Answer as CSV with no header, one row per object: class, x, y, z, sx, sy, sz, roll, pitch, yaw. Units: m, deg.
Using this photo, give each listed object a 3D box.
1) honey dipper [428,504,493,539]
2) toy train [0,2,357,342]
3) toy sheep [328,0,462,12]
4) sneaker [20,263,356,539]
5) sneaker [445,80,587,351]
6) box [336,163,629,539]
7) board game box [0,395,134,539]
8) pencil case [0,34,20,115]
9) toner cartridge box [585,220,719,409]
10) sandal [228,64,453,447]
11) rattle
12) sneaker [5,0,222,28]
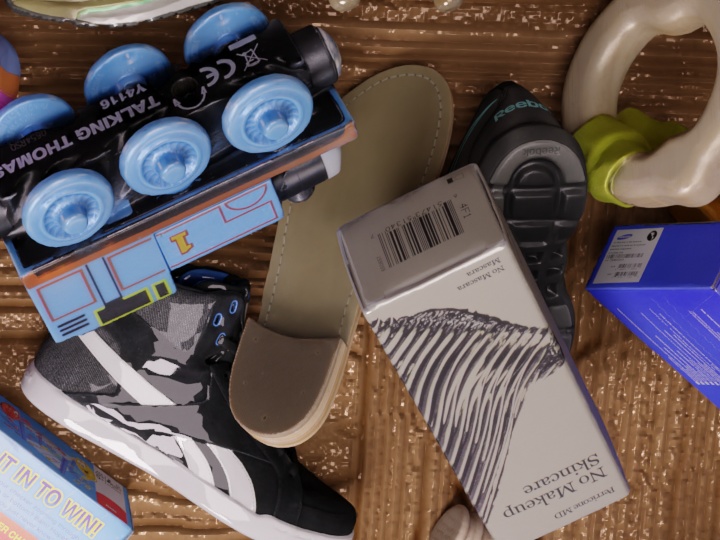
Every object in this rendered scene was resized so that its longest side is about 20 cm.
honey dipper,0.128,0.192,1.268,0.200,0.038,0.038,30,100,-18
toy train,-0.096,-0.051,1.108,0.199,0.087,0.114,-26,141,-5
toy sheep,0.022,-0.192,1.038,0.137,0.200,0.139,3,95,29
sneaker,-0.067,0.065,1.178,0.200,0.073,0.112,30,100,-16
sneaker,0.076,-0.007,1.183,0.075,0.079,0.201,0,127,-17
box,0.064,0.048,1.128,0.082,0.068,0.200,-26,131,6
board game box,-0.258,0.142,1.181,0.200,0.056,0.196,40,97,-18
pencil case,-0.227,-0.104,1.035,0.088,0.200,0.089,-2,80,14
toner cartridge box,0.218,0.047,1.182,0.200,0.095,0.043,40,68,-31
sandal,-0.005,-0.002,1.173,0.077,0.070,0.212,17,75,23
rattle,0.196,-0.116,1.168,0.142,0.130,0.201,20,77,-25
sneaker,-0.085,-0.175,1.110,0.199,0.077,0.089,-18,99,-11
